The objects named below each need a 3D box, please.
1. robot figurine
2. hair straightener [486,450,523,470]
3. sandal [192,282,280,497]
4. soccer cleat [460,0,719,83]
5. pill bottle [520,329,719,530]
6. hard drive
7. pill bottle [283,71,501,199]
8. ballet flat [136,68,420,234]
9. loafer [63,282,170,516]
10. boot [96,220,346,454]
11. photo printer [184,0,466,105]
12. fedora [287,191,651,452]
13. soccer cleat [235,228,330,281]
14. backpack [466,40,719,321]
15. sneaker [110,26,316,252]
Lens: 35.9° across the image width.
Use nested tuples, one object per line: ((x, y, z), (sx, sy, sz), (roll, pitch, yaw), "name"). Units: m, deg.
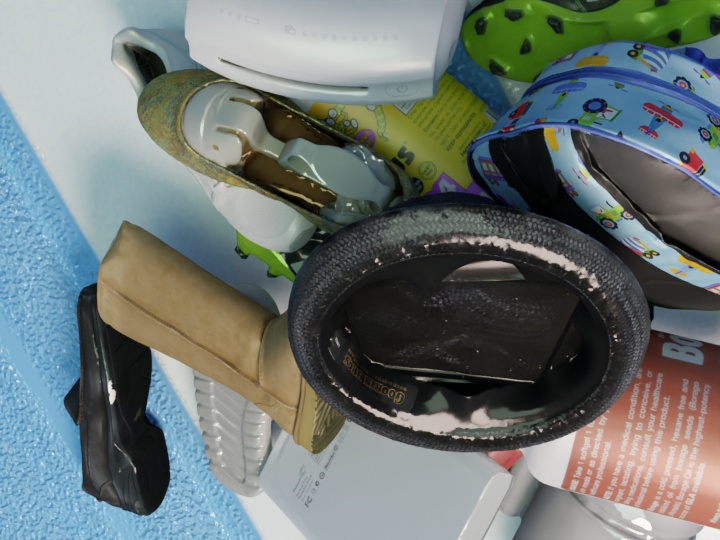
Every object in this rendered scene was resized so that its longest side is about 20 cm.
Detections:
((0.180, 0.188, 0.809), (0.169, 0.113, 0.202), (30, 113, 18), "robot figurine")
((0.036, 0.163, 0.813), (0.041, 0.077, 0.200), (21, 116, -42), "hair straightener")
((-0.090, 0.088, 0.873), (0.082, 0.050, 0.204), (24, 126, 20), "sandal")
((0.160, -0.168, 0.717), (0.198, 0.081, 0.068), (-4, 122, 36), "soccer cleat")
((0.172, 0.092, 0.706), (0.198, 0.112, 0.113), (13, 112, 9), "pill bottle")
((0.010, 0.151, 0.795), (0.027, 0.200, 0.133), (21, 100, -41), "hard drive")
((0.011, -0.104, 0.749), (0.199, 0.104, 0.105), (38, 113, -2), "pill bottle")
((-0.050, -0.075, 0.683), (0.199, 0.071, 0.071), (28, 113, 3), "ballet flat")
((-0.208, 0.104, 0.891), (0.071, 0.073, 0.202), (1, 108, 17), "loafer")
((-0.093, 0.022, 0.761), (0.199, 0.066, 0.176), (31, 131, 19), "boot")
((-0.012, -0.192, 0.678), (0.164, 0.202, 0.070), (11, 154, 8), "photo printer")
((0.060, 0.015, 0.632), (0.198, 0.092, 0.202), (2, 130, 2), "fedora")
((0.000, 0.000, 0.801), (0.199, 0.068, 0.081), (36, 113, 2), "soccer cleat")
((0.172, -0.062, 0.656), (0.199, 0.182, 0.136), (31, 75, -24), "backpack")
((-0.106, -0.089, 0.757), (0.070, 0.080, 0.201), (-46, 71, 18), "sneaker")
